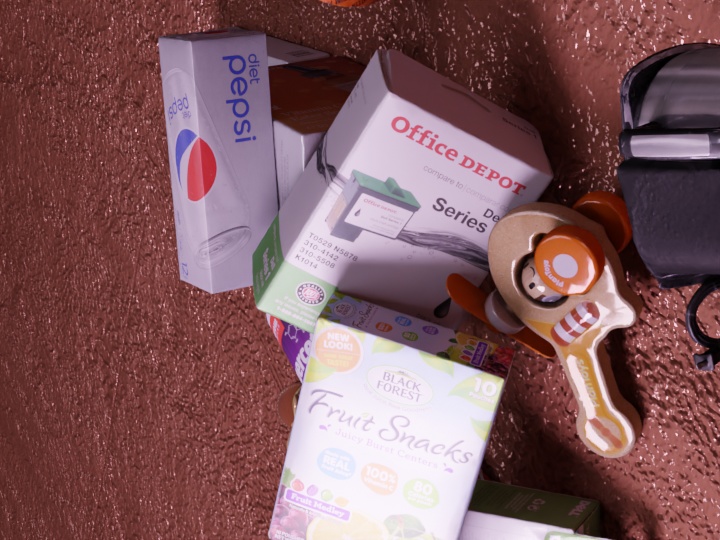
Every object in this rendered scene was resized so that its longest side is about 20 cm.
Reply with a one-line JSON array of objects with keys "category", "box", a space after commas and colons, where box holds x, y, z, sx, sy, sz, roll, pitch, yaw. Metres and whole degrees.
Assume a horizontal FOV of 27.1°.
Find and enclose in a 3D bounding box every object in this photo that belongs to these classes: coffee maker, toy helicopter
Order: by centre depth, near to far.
[{"category": "coffee maker", "box": [0.257, -0.038, 0.828, 0.200, 0.135, 0.193, 11, 134, 60]}, {"category": "toy helicopter", "box": [0.145, 0.046, 1.072, 0.132, 0.079, 0.201, -10, 110, 35]}]

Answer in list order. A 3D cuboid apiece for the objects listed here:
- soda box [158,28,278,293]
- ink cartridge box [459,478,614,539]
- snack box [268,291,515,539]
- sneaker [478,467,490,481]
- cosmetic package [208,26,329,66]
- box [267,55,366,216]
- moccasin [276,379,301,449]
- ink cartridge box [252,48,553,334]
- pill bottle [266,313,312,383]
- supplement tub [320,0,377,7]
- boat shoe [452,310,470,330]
[{"category": "soda box", "box": [-0.110, -0.088, 1.184, 0.063, 0.068, 0.201, 19, 116, 57]}, {"category": "ink cartridge box", "box": [0.134, 0.229, 1.162, 0.199, 0.059, 0.104, 6, 108, 29]}, {"category": "snack box", "box": [0.020, 0.131, 1.106, 0.142, 0.053, 0.201, 17, 117, 7]}, {"category": "sneaker", "box": [0.084, 0.231, 1.272, 0.201, 0.077, 0.073, 69, 152, 18]}, {"category": "cosmetic package", "box": [-0.095, -0.149, 1.468, 0.200, 0.051, 0.152, 26, 126, 55]}, {"category": "box", "box": [-0.031, -0.101, 1.265, 0.200, 0.152, 0.107, 32, 129, 52]}, {"category": "moccasin", "box": [-0.032, 0.146, 1.442, 0.201, 0.077, 0.074, 17, 116, 58]}, {"category": "ink cartridge box", "box": [0.029, -0.041, 1.112, 0.200, 0.146, 0.084, -58, 19, 24]}, {"category": "pill bottle", "box": [-0.012, 0.059, 1.337, 0.200, 0.112, 0.113, 58, 146, 31]}, {"category": "supplement tub", "box": [0.004, -0.310, 1.149, 0.123, 0.122, 0.200, 59, 145, 30]}, {"category": "boat shoe", "box": [0.000, 0.000, 1.263, 0.199, 0.069, 0.057, 19, 150, 26]}]
